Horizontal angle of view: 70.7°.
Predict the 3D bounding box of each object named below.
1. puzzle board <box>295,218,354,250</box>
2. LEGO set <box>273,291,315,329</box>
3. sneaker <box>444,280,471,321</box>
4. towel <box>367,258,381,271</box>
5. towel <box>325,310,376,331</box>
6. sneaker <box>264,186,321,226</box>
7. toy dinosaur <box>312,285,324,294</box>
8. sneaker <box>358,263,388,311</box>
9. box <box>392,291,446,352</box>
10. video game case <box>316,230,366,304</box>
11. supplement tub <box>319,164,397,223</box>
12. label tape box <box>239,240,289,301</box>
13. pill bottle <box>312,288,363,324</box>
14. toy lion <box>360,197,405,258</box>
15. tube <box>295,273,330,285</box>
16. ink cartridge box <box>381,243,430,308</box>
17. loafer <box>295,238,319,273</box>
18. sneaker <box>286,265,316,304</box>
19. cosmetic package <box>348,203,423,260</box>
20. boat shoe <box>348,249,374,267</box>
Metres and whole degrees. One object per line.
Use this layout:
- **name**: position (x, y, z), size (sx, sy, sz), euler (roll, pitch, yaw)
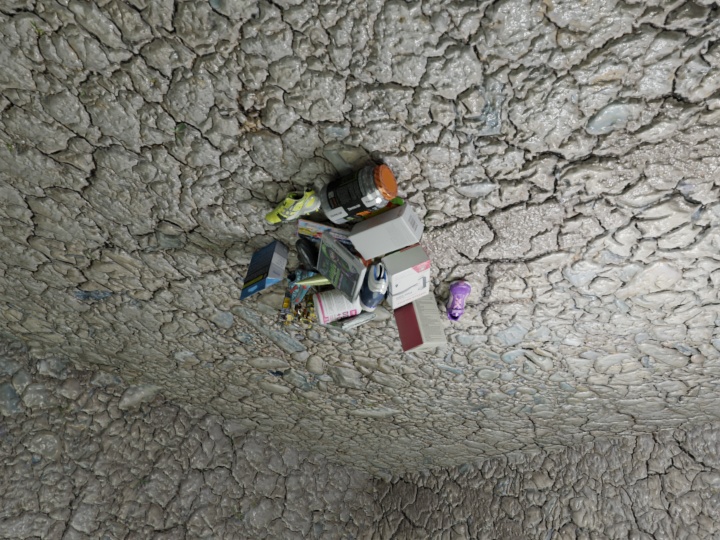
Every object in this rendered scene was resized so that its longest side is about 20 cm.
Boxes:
- **puzzle board**: position (-0.108, -0.110, 1.631), size (0.199, 0.017, 0.151), euler (13, 163, -7)
- **LEGO set**: position (-0.253, 0.181, 2.011), size (0.153, 0.116, 0.200), euler (16, 144, -10)
- **sneaker**: position (0.348, 0.114, 1.821), size (0.080, 0.089, 0.200), euler (8, 143, 3)
- **towel**: position (0.000, 0.000, 1.786), size (0.199, 0.035, 0.133), euler (-1, 141, 15)
- **towel**: position (-0.048, 0.179, 1.896), size (0.149, 0.031, 0.200), euler (-17, -170, -28)
- **sneaker**: position (-0.211, -0.199, 1.537), size (0.200, 0.076, 0.076), euler (-21, 128, 20)
- **toy dinosaur**: position (-0.099, 0.121, 1.935), size (0.199, 0.077, 0.102), euler (17, 157, -5)
- **sneaker**: position (0.042, 0.022, 1.654), size (0.080, 0.200, 0.147), euler (16, 122, -18)
- **box**: position (0.208, 0.183, 1.824), size (0.128, 0.201, 0.109), euler (5, 153, -41)
- **video game case**: position (-0.066, -0.006, 1.612), size (0.182, 0.023, 0.200), euler (44, 149, 19)
- **supplement tub**: position (-0.004, -0.215, 1.418), size (0.200, 0.123, 0.123), euler (-18, 137, 32)
- **label tape box**: position (-0.325, 0.012, 1.727), size (0.143, 0.200, 0.066), euler (-25, 135, 37)
- **pill bottle**: position (-0.064, 0.117, 1.844), size (0.199, 0.114, 0.114), euler (-15, 144, -9)
- **toy lion**: position (0.071, -0.144, 1.559), size (0.200, 0.069, 0.192), euler (-23, 127, 36)
- **tube**: position (-0.126, 0.026, 1.742), size (0.199, 0.052, 0.058), euler (-12, 133, 7)
- **ink cartridge box**: position (0.151, 0.022, 1.694), size (0.145, 0.085, 0.200), euler (-22, 146, -11)
- **loafer**: position (-0.183, -0.044, 1.720), size (0.072, 0.073, 0.200), euler (2, 151, 20)
- **sneaker**: position (-0.230, 0.046, 1.878), size (0.095, 0.079, 0.200), euler (31, 134, -6)
- **cosmetic package**: position (0.074, -0.112, 1.501), size (0.200, 0.074, 0.102), euler (-16, 122, 36)
- **boat shoe**: position (-0.040, -0.038, 1.684), size (0.200, 0.062, 0.071), euler (7, 114, 49)
